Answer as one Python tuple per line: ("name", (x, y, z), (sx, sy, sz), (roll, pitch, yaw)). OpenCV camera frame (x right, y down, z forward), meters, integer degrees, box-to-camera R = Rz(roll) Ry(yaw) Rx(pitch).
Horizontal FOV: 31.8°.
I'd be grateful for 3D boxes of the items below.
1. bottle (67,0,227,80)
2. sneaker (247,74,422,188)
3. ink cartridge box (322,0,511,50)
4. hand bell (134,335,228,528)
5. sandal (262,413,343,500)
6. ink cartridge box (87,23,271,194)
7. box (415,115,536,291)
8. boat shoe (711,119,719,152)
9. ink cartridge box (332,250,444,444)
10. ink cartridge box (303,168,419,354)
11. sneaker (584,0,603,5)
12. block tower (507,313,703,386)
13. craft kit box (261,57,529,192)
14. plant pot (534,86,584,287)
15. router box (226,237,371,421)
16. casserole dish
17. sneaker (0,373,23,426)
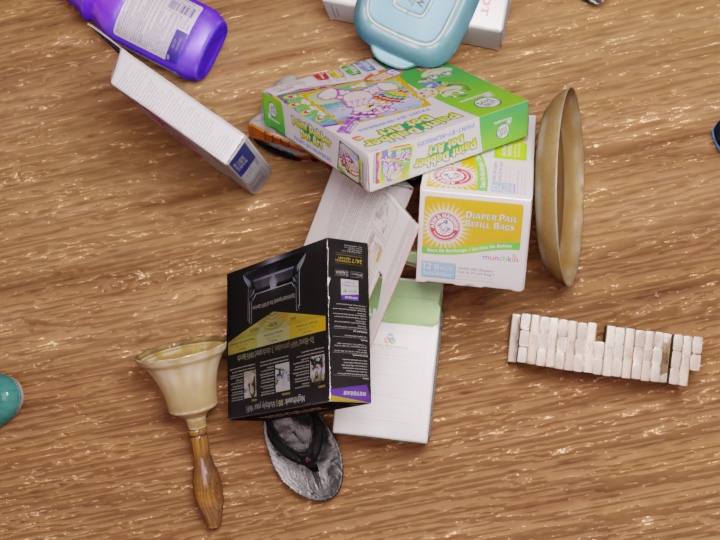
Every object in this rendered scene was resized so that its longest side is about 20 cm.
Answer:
("bottle", (-0.248, -0.286, 1.400), (0.198, 0.065, 0.084), (27, 89, 6))
("sneaker", (-0.017, -0.153, 1.370), (0.198, 0.076, 0.093), (23, 77, 1))
("ink cartridge box", (0.070, -0.334, 1.364), (0.198, 0.084, 0.147), (11, 88, 5))
("hand bell", (-0.175, 0.181, 1.367), (0.103, 0.104, 0.202), (-9, 97, 5))
("sandal", (-0.078, 0.156, 1.367), (0.075, 0.048, 0.202), (-22, 85, 4))
("ink cartridge box", (-0.192, -0.163, 1.322), (0.199, 0.196, 0.044), (35, 88, 6))
("box", (0.118, -0.076, 1.276), (0.111, 0.201, 0.102), (5, 121, 5))
("boat shoe", (0.472, -0.171, 1.325), (0.199, 0.069, 0.085), (-31, 84, 3))
("ink cartridge box", (0.033, 0.080, 1.355), (0.103, 0.059, 0.203), (6, 87, 7))
("ink cartridge box", (0.000, 0.000, 1.276), (0.044, 0.176, 0.202), (6, 118, -34))
("sneaker", (0.228, -0.385, 1.361), (0.079, 0.078, 0.202), (-24, 88, -10))
("block tower", (0.256, 0.084, 1.337), (0.198, 0.058, 0.055), (7, 86, 7))
("craft kit box", (0.033, -0.158, 1.275), (0.199, 0.197, 0.049), (-22, 128, -29))
("plant pot", (0.202, -0.084, 1.284), (0.027, 0.200, 0.203), (0, 87, 17))
("router box", (-0.066, 0.065, 1.276), (0.052, 0.199, 0.159), (7, 76, -35))
("casserole dish", (0.069, -0.307, 1.302), (0.120, 0.039, 0.202), (24, 92, 6))
("sneaker", (-0.474, 0.156, 1.386), (0.198, 0.080, 0.072), (-11, 86, 4))
